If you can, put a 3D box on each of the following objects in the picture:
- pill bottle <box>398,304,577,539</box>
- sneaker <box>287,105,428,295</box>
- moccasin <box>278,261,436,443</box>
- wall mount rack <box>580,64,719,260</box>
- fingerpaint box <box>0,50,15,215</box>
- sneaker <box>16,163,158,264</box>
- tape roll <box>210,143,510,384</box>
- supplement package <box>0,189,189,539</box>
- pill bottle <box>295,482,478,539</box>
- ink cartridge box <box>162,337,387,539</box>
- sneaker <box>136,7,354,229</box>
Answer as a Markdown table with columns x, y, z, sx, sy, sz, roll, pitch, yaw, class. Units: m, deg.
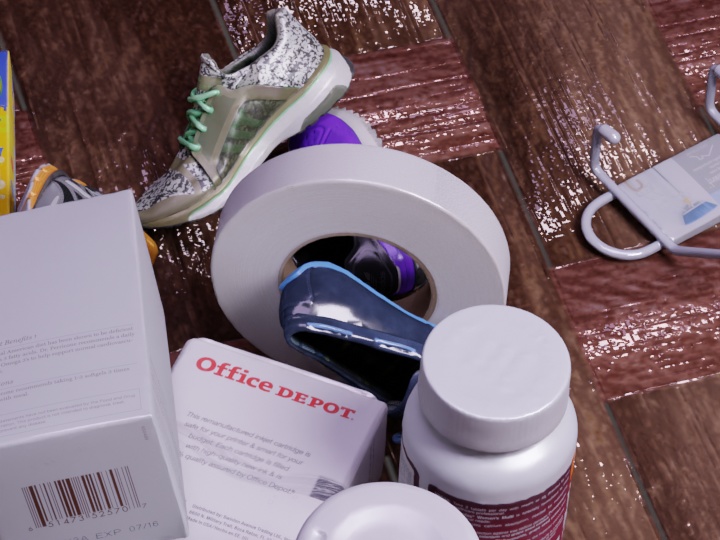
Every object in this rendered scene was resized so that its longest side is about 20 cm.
| x | y | z | sx | sy | sz | roll | pitch | yaw | class |
| --- | --- | --- | --- | --- | --- | --- | --- | --- | --- |
| 0.078 | 0.121 | 1.600 | 0.109 | 0.201 | 0.110 | 1 | 48 | -2 | pill bottle |
| -0.023 | -0.047 | 1.818 | 0.099 | 0.070 | 0.200 | -17 | 40 | -22 | sneaker |
| 0.025 | 0.073 | 1.697 | 0.199 | 0.081 | 0.068 | 27 | 41 | -14 | moccasin |
| 0.264 | -0.062 | 1.859 | 0.199 | 0.075 | 0.174 | -27 | 54 | -23 | wall mount rack |
| -0.329 | -0.062 | 1.833 | 0.165 | 0.074 | 0.201 | -2 | 48 | -4 | fingerpaint box |
| -0.191 | -0.023 | 1.751 | 0.077 | 0.079 | 0.200 | 29 | 9 | 7 | sneaker |
| 0.000 | 0.000 | 1.708 | 0.201 | 0.204 | 0.037 | 7 | 46 | 3 | tape roll |
| -0.179 | 0.066 | 1.591 | 0.116 | 0.118 | 0.201 | -11 | 45 | 1 | supplement package |
| 0.012 | 0.225 | 1.503 | 0.110 | 0.201 | 0.112 | 1 | 48 | -2 | pill bottle |
| -0.084 | 0.157 | 1.638 | 0.144 | 0.084 | 0.201 | 18 | 50 | 13 | ink cartridge box |
| -0.102 | -0.113 | 1.850 | 0.200 | 0.089 | 0.077 | -44 | 25 | -11 | sneaker |
